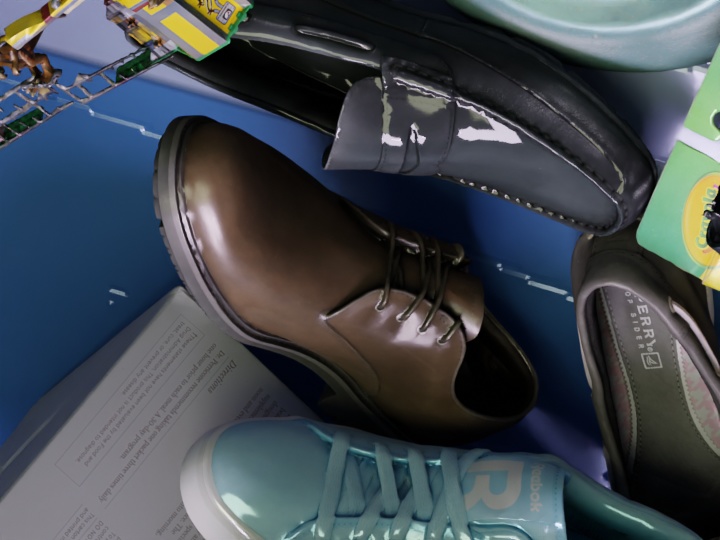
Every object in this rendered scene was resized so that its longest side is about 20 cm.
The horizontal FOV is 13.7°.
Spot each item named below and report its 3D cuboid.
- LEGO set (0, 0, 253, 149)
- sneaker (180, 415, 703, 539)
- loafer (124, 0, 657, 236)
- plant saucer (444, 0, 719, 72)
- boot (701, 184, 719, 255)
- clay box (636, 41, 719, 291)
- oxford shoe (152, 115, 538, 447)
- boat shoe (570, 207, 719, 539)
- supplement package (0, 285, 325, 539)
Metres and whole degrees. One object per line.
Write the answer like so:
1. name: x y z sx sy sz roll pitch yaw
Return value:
1. LEGO set: -0.134 -0.126 1.047 0.200 0.154 0.116 -18 140 38
2. sneaker: 0.037 0.085 1.091 0.199 0.074 0.082 17 140 -18
3. loafer: 0.009 -0.060 1.077 0.200 0.071 0.068 28 151 4
4. plant saucer: 0.082 -0.153 1.029 0.199 0.036 0.201 8 120 14
5. boot: 0.230 -0.001 0.976 0.200 0.077 0.168 -25 115 36
6. clay box: 0.208 -0.021 1.048 0.199 0.048 0.115 24 123 3
7. oxford shoe: 0.000 0.000 1.087 0.084 0.073 0.200 -11 146 33
8. boat shoe: 0.118 0.071 1.127 0.067 0.057 0.201 -9 114 23
9. supplement package: -0.077 0.157 1.143 0.200 0.191 0.147 44 145 -7
